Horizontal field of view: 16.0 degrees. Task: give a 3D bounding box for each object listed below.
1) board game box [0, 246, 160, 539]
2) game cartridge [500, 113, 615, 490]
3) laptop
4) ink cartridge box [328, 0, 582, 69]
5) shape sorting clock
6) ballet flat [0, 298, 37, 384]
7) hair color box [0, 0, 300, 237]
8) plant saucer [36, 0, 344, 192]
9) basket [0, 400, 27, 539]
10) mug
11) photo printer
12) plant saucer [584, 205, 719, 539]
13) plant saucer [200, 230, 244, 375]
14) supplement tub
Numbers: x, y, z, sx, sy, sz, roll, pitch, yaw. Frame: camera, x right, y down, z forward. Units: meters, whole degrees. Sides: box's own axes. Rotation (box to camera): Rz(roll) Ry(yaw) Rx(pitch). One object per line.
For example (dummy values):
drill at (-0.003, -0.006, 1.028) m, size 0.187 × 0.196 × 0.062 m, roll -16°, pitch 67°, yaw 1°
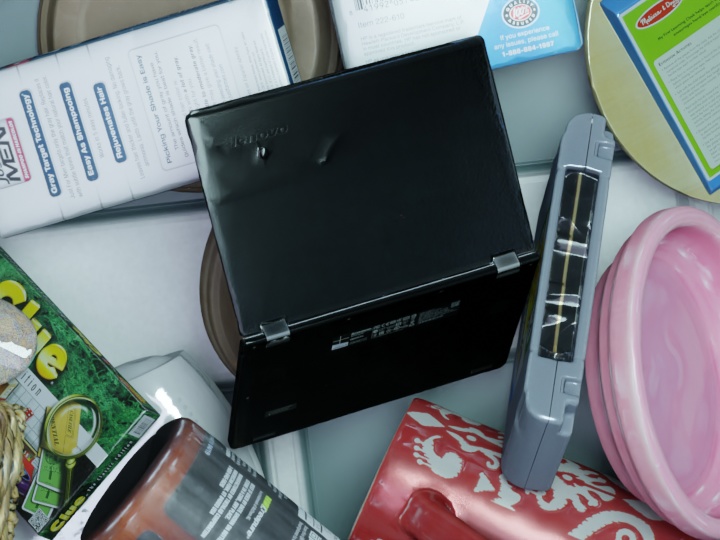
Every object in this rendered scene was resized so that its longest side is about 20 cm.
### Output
board game box at (-0.222, 0.064, 1.602) m, size 0.105 × 0.023 × 0.200 m, roll -48°, pitch 62°, yaw 2°
game cartridge at (0.117, 0.023, 1.536) m, size 0.040 × 0.134 × 0.201 m, roll 9°, pitch 65°, yaw 4°
laptop at (-0.003, -0.013, 1.513) m, size 0.186 × 0.200 × 0.116 m, roll -16°, pitch 61°, yaw -16°
ink cartridge box at (0.042, -0.219, 1.554) m, size 0.144 × 0.085 × 0.201 m, roll -12°, pitch 99°, yaw -1°
shape sorting clock at (0.229, -0.141, 1.560) m, size 0.199 × 0.039 × 0.202 m, roll -2°, pitch 96°, yaw -18°
ballet flat at (-0.296, 0.030, 1.594) m, size 0.199 × 0.067 × 0.069 m, roll 9°, pitch 75°, yaw 26°
hair color box at (-0.136, -0.097, 1.567) m, size 0.199 × 0.061 × 0.101 m, roll -16°, pitch 97°, yaw 6°
plant saucer at (-0.108, -0.147, 1.610) m, size 0.199 × 0.029 × 0.202 m, roll 1°, pitch 99°, yaw 4°
basket at (-0.323, 0.133, 1.537) m, size 0.199 × 0.149 × 0.144 m, roll 2°, pitch 79°, yaw 27°
mug at (0.102, 0.161, 1.574) m, size 0.199 × 0.178 × 0.134 m, roll 25°, pitch 71°, yaw 5°
photo printer at (-0.160, 0.153, 1.638) m, size 0.199 × 0.069 × 0.167 m, roll -23°, pitch 96°, yaw 8°
plant saucer at (0.192, 0.064, 1.546) m, size 0.051 × 0.200 × 0.202 m, roll -11°, pitch 99°, yaw 33°
plant saucer at (0.000, 0.000, 1.554) m, size 0.199 × 0.029 × 0.201 m, roll -12°, pitch 121°, yaw -20°
supplement tub at (-0.065, 0.188, 1.551) m, size 0.200 × 0.107 × 0.107 m, roll 40°, pitch 99°, yaw -9°
